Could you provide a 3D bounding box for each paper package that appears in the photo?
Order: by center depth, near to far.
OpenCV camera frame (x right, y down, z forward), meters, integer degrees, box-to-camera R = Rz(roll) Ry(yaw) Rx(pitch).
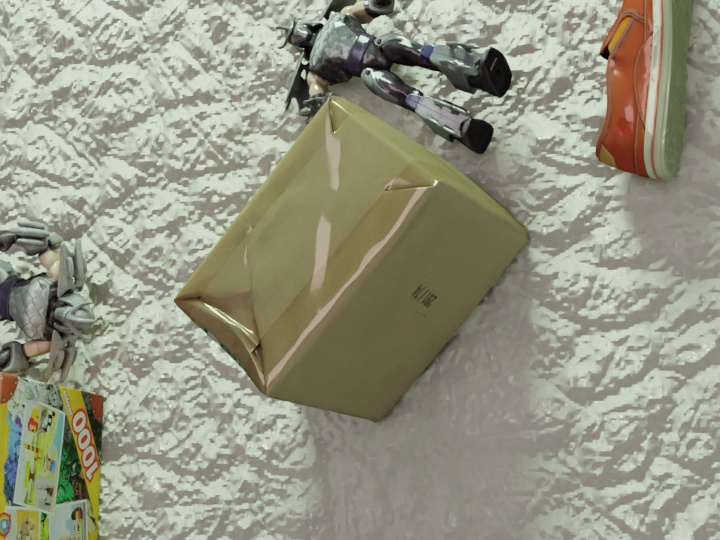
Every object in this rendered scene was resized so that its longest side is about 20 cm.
[{"bbox_3d":[0.000,0.000,1.136,0.103,0.200,0.191,41,97,24],"label":"paper package"}]

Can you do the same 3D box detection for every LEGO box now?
[{"bbox_3d":[-0.268,0.186,1.236,0.077,0.149,0.201,-4,78,22],"label":"LEGO box"}]

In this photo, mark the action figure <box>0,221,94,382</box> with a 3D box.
[{"bbox_3d":[-0.292,0.020,1.313,0.199,0.069,0.131,16,92,28],"label":"action figure"}]

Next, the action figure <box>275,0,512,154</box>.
[{"bbox_3d":[0.016,-0.159,1.233,0.199,0.069,0.131,23,94,28],"label":"action figure"}]

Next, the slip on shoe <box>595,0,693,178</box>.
[{"bbox_3d":[0.200,-0.165,1.158,0.061,0.074,0.201,3,85,26],"label":"slip on shoe"}]
